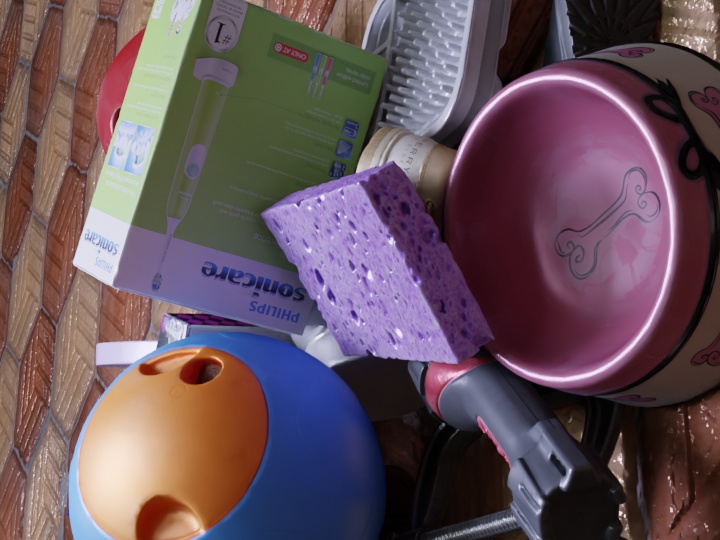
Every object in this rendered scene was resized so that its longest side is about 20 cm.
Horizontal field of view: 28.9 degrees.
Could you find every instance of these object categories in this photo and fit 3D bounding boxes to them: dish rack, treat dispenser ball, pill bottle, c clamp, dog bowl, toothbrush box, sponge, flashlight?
[{"bbox_3d":[0.048,-0.137,0.926,0.200,0.043,0.172,145,139,-63],"label":"dish rack"},{"bbox_3d":[-0.084,0.139,0.888,0.201,0.201,0.201,-34,51,57],"label":"treat dispenser ball"},{"bbox_3d":[0.000,0.000,1.020,0.114,0.114,0.200,-51,38,46],"label":"pill bottle"},{"bbox_3d":[0.080,0.134,0.836,0.200,0.027,0.171,-31,30,41],"label":"c clamp"},{"bbox_3d":[0.125,-0.023,0.746,0.200,0.074,0.201,4,96,50],"label":"dog bowl"},{"bbox_3d":[-0.087,-0.073,0.943,0.086,0.145,0.200,18,92,59],"label":"toothbrush box"},{"bbox_3d":[0.004,-0.001,0.825,0.112,0.030,0.200,61,163,-8],"label":"sponge"},{"bbox_3d":[0.084,0.092,0.779,0.068,0.068,0.200,-51,27,10],"label":"flashlight"}]

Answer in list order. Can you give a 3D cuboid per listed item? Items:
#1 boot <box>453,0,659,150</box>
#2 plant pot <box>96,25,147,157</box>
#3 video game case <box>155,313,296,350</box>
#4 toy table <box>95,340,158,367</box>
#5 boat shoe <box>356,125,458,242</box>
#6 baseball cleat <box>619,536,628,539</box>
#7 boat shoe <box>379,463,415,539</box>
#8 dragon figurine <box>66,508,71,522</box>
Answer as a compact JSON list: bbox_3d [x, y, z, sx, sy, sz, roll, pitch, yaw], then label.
[{"bbox_3d":[0.108,-0.118,0.906,0.200,0.066,0.165,156,122,-66],"label":"boot"},{"bbox_3d":[-0.108,-0.103,1.188,0.183,0.200,0.201,56,131,51],"label":"plant pot"},{"bbox_3d":[-0.083,0.123,1.057,0.036,0.200,0.182,22,103,40],"label":"video game case"},{"bbox_3d":[-0.143,0.121,1.225,0.200,0.184,0.117,-2,83,35],"label":"toy table"},{"bbox_3d":[0.058,-0.003,0.870,0.069,0.200,0.074,13,57,33],"label":"boat shoe"},{"bbox_3d":[0.116,0.238,0.738,0.106,0.070,0.200,24,93,50],"label":"baseball cleat"},{"bbox_3d":[-0.001,0.236,0.987,0.075,0.075,0.203,175,103,-70],"label":"boat shoe"},{"bbox_3d":[-0.174,0.216,1.156,0.200,0.099,0.059,1,57,58],"label":"dragon figurine"}]
